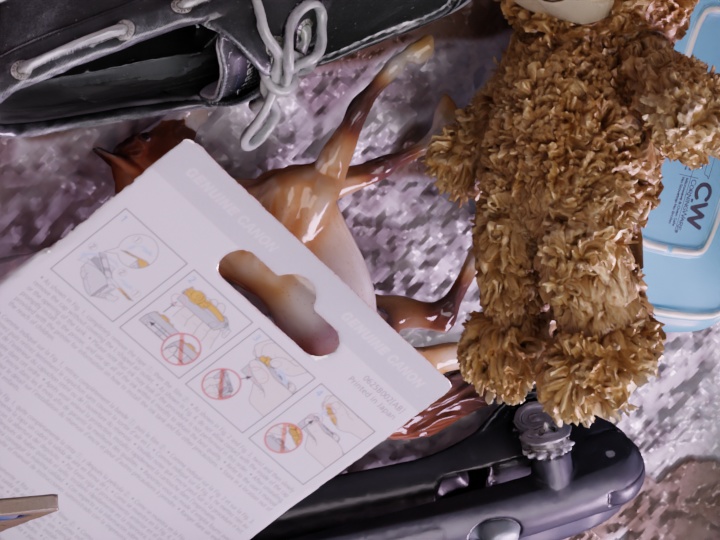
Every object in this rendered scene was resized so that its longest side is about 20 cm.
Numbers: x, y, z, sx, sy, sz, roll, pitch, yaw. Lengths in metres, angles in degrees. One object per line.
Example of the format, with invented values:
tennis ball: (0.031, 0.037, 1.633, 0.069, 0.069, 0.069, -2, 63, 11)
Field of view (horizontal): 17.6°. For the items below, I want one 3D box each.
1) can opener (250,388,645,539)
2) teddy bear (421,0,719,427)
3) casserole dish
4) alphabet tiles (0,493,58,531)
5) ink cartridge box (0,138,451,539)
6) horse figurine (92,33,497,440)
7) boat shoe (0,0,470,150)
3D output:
can opener: (0.025, 0.103, 0.972, 0.199, 0.063, 0.079, -13, 121, -13)
teddy bear: (0.073, -0.044, 0.832, 0.067, 0.145, 0.201, 8, 109, -26)
casserole dish: (0.125, -0.058, 0.913, 0.121, 0.039, 0.201, 10, 103, -30)
alphabet tiles: (-0.196, 0.089, 0.761, 0.167, 0.200, 0.008, -2, 79, -23)
ink cartridge box: (-0.092, 0.048, 0.895, 0.200, 0.057, 0.163, -40, 122, 11)
horse figurine: (0.000, 0.000, 0.916, 0.132, 0.050, 0.200, -34, 120, -8)
boat shoe: (-0.044, -0.086, 0.830, 0.199, 0.068, 0.074, -7, 144, -15)
